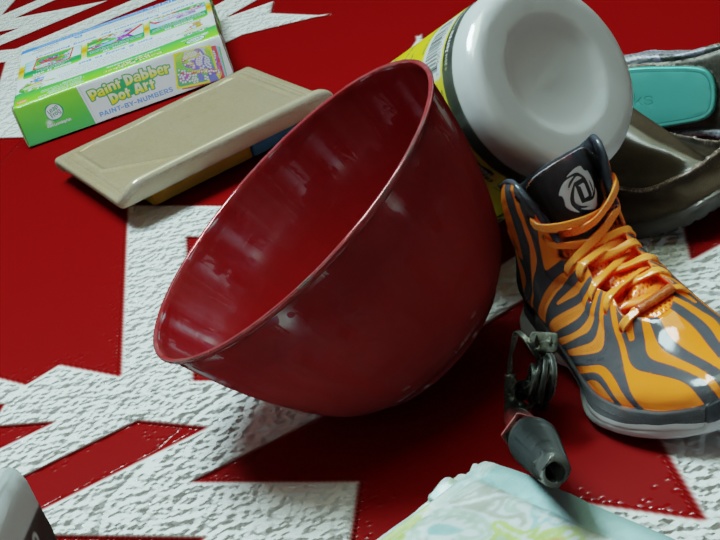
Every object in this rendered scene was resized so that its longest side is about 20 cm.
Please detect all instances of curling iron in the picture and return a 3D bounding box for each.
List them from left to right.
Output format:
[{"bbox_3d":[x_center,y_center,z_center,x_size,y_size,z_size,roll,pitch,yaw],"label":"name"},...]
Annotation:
[{"bbox_3d":[0.075,0.064,0.735,0.025,0.050,0.200,6,9,4],"label":"curling iron"}]

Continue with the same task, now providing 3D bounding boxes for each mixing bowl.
[{"bbox_3d":[0.000,0.000,0.869,0.200,0.108,0.200,-41,22,20],"label":"mixing bowl"}]

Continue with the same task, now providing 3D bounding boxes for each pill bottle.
[{"bbox_3d":[0.056,-0.079,0.977,0.112,0.113,0.200,-35,4,-33],"label":"pill bottle"}]

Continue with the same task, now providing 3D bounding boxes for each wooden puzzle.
[{"bbox_3d":[-0.132,-0.103,1.333,0.185,0.037,0.200,-28,20,-18],"label":"wooden puzzle"}]

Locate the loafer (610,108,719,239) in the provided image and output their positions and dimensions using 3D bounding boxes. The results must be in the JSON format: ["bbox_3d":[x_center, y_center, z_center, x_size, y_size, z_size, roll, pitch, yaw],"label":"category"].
[{"bbox_3d":[0.139,-0.070,1.000,0.073,0.071,0.200,-33,27,-30],"label":"loafer"}]

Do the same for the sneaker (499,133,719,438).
[{"bbox_3d":[0.117,0.002,0.808,0.077,0.112,0.200,-26,24,-15],"label":"sneaker"}]

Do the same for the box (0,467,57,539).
[{"bbox_3d":[-0.137,0.198,0.469,0.130,0.200,0.199,-16,23,12],"label":"box"}]

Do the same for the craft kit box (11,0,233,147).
[{"bbox_3d":[-0.224,-0.196,1.590,0.199,0.049,0.198,-19,21,0],"label":"craft kit box"}]

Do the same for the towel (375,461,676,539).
[{"bbox_3d":[0.045,0.153,0.623,0.171,0.048,0.200,-34,27,-24],"label":"towel"}]

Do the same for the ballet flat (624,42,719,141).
[{"bbox_3d":[0.234,-0.108,1.025,0.200,0.072,0.072,3,31,35],"label":"ballet flat"}]
